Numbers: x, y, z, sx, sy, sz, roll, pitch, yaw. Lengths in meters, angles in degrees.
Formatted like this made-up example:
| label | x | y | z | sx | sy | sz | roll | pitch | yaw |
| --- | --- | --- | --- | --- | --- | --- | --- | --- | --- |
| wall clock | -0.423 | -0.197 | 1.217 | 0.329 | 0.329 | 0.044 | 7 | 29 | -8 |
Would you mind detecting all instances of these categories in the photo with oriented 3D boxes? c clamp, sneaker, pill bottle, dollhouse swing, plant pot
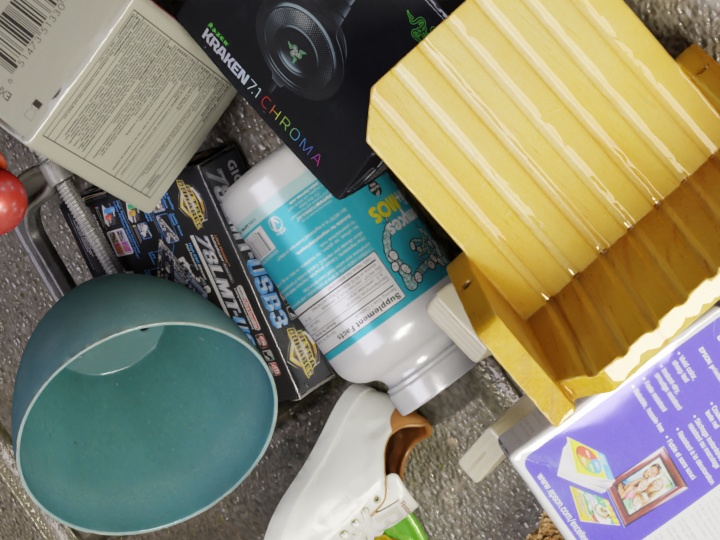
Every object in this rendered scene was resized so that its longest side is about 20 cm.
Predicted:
| label | x | y | z | sx | sy | sz | roll | pitch | yaw |
| --- | --- | --- | --- | --- | --- | --- | --- | --- | --- |
| c clamp | -0.224 | -0.019 | 1.632 | 0.170 | 0.027 | 0.201 | -20 | 99 | 51 |
| sneaker | -0.011 | 0.183 | 1.507 | 0.084 | 0.201 | 0.073 | 18 | 164 | 26 |
| pill bottle | 0.000 | 0.000 | 1.424 | 0.201 | 0.111 | 0.111 | 55 | 141 | 0 |
| dollhouse swing | 0.116 | -0.064 | 1.152 | 0.200 | 0.182 | 0.176 | -41 | 108 | 8 |
| plant pot | -0.177 | 0.080 | 1.543 | 0.135 | 0.198 | 0.201 | -121 | 27 | -47 |

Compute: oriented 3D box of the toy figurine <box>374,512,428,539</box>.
| label | x | y | z | sx | sy | sz | roll | pitch | yaw |
| --- | --- | --- | --- | --- | --- | --- | --- | --- | --- |
| toy figurine | -0.033 | 0.272 | 1.587 | 0.199 | 0.184 | 0.151 | 35 | 137 | 22 |

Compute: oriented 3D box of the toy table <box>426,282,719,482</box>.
| label | x | y | z | sx | sy | sz | roll | pitch | yaw |
| --- | --- | --- | --- | --- | --- | --- | --- | --- | --- |
| toy table | 0.140 | 0.062 | 1.322 | 0.183 | 0.117 | 0.201 | 38 | 137 | 19 |

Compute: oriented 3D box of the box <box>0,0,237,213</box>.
| label | x | y | z | sx | sy | sz | roll | pitch | yaw |
| --- | --- | --- | --- | --- | --- | --- | --- | --- | --- |
| box | -0.187 | -0.141 | 1.425 | 0.109 | 0.128 | 0.200 | 37 | -179 | 22 |

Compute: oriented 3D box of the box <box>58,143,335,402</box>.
| label | x | y | z | sx | sy | sz | roll | pitch | yaw |
| --- | --- | --- | --- | --- | --- | --- | --- | --- | --- |
| box | -0.131 | 0.013 | 1.613 | 0.198 | 0.050 | 0.201 | -13 | 106 | 48 |

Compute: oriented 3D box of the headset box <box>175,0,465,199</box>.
| label | x | y | z | sx | sy | sz | roll | pitch | yaw |
| --- | --- | --- | --- | --- | --- | --- | --- | --- | --- |
| headset box | -0.002 | -0.178 | 1.317 | 0.174 | 0.093 | 0.200 | 49 | 139 | 7 |

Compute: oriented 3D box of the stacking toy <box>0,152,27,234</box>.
| label | x | y | z | sx | sy | sz | roll | pitch | yaw |
| --- | --- | --- | --- | --- | --- | --- | --- | --- | --- |
| stacking toy | -0.328 | -0.102 | 1.664 | 0.200 | 0.085 | 0.086 | 51 | 144 | 33 |

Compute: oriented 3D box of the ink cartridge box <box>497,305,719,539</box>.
| label | x | y | z | sx | sy | sz | roll | pitch | yaw |
| --- | --- | --- | --- | --- | --- | --- | --- | --- | --- |
| ink cartridge box | 0.215 | 0.120 | 1.238 | 0.199 | 0.199 | 0.043 | 55 | -177 | -24 |

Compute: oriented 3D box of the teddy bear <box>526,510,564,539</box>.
| label | x | y | z | sx | sy | sz | roll | pitch | yaw |
| --- | --- | --- | --- | --- | --- | --- | --- | --- | --- |
| teddy bear | 0.204 | 0.236 | 1.429 | 0.199 | 0.067 | 0.146 | 15 | 136 | 30 |
